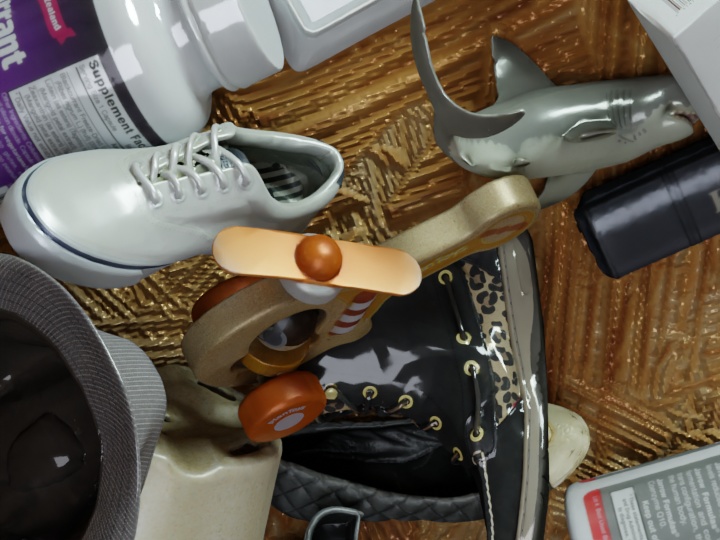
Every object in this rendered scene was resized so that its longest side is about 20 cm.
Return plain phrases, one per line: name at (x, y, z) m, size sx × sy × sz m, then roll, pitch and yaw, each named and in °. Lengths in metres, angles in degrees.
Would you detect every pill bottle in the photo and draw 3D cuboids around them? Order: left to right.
pill bottle at (-0.145, -0.104, 0.868) m, size 0.198 × 0.112 × 0.112 m, roll -22°, pitch 110°, yaw 9°
pill bottle at (0.225, 0.153, 0.960) m, size 0.198 × 0.114 × 0.115 m, roll -17°, pitch 111°, yaw 9°

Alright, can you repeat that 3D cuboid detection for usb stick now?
usb stick at (0.215, -0.055, 0.921) m, size 0.198 × 0.033 × 0.056 m, roll -24°, pitch 109°, yaw 10°

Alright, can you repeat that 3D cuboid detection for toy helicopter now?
toy helicopter at (0.000, 0.000, 0.847) m, size 0.199 × 0.132 × 0.079 m, roll -27°, pitch 67°, yaw -4°

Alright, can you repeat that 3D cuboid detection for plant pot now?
plant pot at (-0.133, 0.155, 0.935) m, size 0.198 × 0.201 × 0.185 m, roll 18°, pitch 105°, yaw -6°

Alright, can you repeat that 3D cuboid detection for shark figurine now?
shark figurine at (0.079, -0.089, 0.876) m, size 0.128 × 0.213 × 0.090 m, roll -34°, pitch 68°, yaw 43°

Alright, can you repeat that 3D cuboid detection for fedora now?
fedora at (-0.160, 0.086, 0.810) m, size 0.200 × 0.090 × 0.177 m, roll -46°, pitch 72°, yaw 24°

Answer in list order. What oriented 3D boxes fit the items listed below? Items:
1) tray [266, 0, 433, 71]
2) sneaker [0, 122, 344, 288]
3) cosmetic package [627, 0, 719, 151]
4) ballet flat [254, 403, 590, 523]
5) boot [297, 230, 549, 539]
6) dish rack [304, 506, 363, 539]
tray at (0.025, -0.192, 0.876) m, size 0.199 × 0.022 × 0.108 m, roll -27°, pitch 108°, yaw 12°
sneaker at (-0.088, -0.043, 0.827) m, size 0.071 × 0.199 × 0.073 m, roll -43°, pitch 71°, yaw 35°
cosmetic package at (0.246, -0.143, 0.825) m, size 0.200 × 0.052 × 0.151 m, roll -40°, pitch 131°, yaw 4°
ballet flat at (0.035, 0.111, 0.971) m, size 0.198 × 0.067 × 0.057 m, roll -9°, pitch 148°, yaw 8°
boot at (0.029, 0.076, 0.926) m, size 0.149 × 0.073 × 0.202 m, roll -2°, pitch 80°, yaw 6°
dish rack at (0.049, 0.231, 0.966) m, size 0.198 × 0.055 × 0.155 m, roll 12°, pitch 71°, yaw -12°
